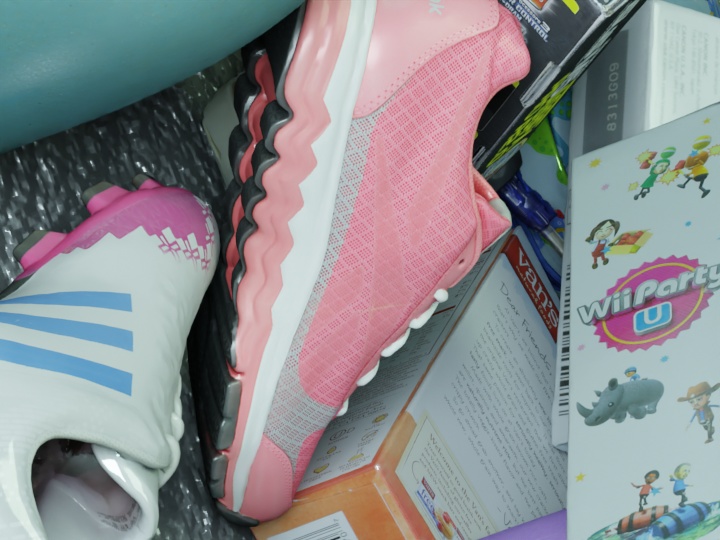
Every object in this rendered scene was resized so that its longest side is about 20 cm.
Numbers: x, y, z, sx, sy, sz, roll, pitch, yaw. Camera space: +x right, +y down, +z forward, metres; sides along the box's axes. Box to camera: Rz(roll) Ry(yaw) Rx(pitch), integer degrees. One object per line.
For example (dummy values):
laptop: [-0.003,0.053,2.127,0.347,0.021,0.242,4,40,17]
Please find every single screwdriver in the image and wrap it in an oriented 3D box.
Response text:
screwdriver: [0.081,-0.006,1.028,0.200,0.028,0.029,44,57,-12]

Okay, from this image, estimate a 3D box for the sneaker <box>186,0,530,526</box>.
sneaker: [0.000,0.000,0.831,0.074,0.086,0.201,-104,-157,-53]

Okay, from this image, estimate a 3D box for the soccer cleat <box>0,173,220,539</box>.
soccer cleat: [-0.078,0.036,0.748,0.086,0.070,0.200,44,27,6]

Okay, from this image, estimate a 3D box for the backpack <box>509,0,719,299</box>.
backpack: [0.082,-0.084,1.122,0.163,0.153,0.201,37,58,-56]

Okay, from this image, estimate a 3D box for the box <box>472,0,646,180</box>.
box: [-0.006,-0.126,0.865,0.200,0.160,0.044,47,61,5]

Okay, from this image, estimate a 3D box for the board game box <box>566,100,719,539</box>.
board game box: [0.123,0.067,0.862,0.148,0.064,0.201,54,25,-34]

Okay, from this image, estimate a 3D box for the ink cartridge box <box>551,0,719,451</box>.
ink cartridge box: [0.161,0.000,1.042,0.199,0.047,0.161,13,74,-37]

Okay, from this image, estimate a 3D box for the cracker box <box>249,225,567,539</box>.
cracker box: [0.041,0.087,0.981,0.134,0.057,0.200,61,27,-13]

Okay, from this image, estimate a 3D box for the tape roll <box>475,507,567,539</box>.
tape roll: [0.090,0.171,0.857,0.200,0.065,0.201,49,29,-40]

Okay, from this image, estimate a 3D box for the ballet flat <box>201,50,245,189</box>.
ballet flat: [-0.024,-0.059,0.975,0.065,0.071,0.201,26,39,-19]

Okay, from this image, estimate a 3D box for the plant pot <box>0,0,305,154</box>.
plant pot: [-0.080,-0.135,0.731,0.200,0.160,0.202,18,67,-50]
